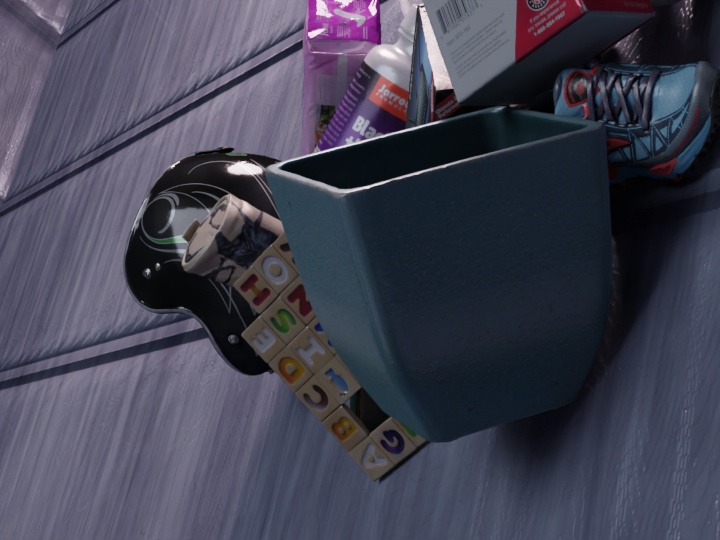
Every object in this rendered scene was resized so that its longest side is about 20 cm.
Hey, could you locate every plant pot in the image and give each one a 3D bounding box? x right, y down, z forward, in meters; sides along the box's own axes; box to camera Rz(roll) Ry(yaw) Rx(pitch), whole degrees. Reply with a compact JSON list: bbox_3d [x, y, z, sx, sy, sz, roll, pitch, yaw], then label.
[{"bbox_3d":[0.067,0.006,1.412,0.196,0.196,0.200,-155,50,-70],"label":"plant pot"}]

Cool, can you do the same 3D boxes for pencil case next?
[{"bbox_3d":[-0.058,0.006,1.736,0.078,0.200,0.089,-67,14,-17],"label":"pencil case"}]

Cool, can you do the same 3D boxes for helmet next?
[{"bbox_3d":[-0.105,-0.008,1.883,0.190,0.200,0.200,22,86,26],"label":"helmet"}]

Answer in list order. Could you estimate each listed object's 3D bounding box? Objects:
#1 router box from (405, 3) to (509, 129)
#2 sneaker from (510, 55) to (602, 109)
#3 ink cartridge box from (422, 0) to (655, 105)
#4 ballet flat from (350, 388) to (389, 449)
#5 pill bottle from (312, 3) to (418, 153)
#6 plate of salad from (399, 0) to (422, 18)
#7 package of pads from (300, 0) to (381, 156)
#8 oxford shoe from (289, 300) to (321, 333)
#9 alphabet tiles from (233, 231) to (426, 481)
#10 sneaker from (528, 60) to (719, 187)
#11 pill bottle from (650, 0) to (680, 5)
[{"bbox_3d":[0.073,-0.097,1.615,0.150,0.062,0.200,-96,10,-57],"label":"router box"},{"bbox_3d":[0.125,-0.158,1.652,0.115,0.076,0.200,-64,22,-4],"label":"sneaker"},{"bbox_3d":[0.111,-0.242,1.459,0.145,0.083,0.200,-34,68,46],"label":"ink cartridge box"},{"bbox_3d":[0.016,0.059,1.666,0.067,0.064,0.200,64,-159,-89],"label":"ballet flat"},{"bbox_3d":[0.035,-0.134,1.796,0.200,0.111,0.111,-61,20,11],"label":"pill bottle"},{"bbox_3d":[0.110,-0.319,1.923,0.200,0.048,0.200,-38,37,35],"label":"plate of salad"},{"bbox_3d":[-0.019,-0.169,1.919,0.121,0.076,0.200,-90,2,-47],"label":"package of pads"},{"bbox_3d":[0.000,0.000,1.592,0.200,0.071,0.071,-43,73,47],"label":"oxford shoe"},{"bbox_3d":[-0.011,0.060,1.590,0.008,0.200,0.167,-41,-2,-45],"label":"alphabet tiles"},{"bbox_3d":[0.183,-0.110,1.421,0.200,0.095,0.079,-21,48,62],"label":"sneaker"},{"bbox_3d":[0.231,-0.265,1.463,0.200,0.111,0.111,-41,30,46],"label":"pill bottle"}]
